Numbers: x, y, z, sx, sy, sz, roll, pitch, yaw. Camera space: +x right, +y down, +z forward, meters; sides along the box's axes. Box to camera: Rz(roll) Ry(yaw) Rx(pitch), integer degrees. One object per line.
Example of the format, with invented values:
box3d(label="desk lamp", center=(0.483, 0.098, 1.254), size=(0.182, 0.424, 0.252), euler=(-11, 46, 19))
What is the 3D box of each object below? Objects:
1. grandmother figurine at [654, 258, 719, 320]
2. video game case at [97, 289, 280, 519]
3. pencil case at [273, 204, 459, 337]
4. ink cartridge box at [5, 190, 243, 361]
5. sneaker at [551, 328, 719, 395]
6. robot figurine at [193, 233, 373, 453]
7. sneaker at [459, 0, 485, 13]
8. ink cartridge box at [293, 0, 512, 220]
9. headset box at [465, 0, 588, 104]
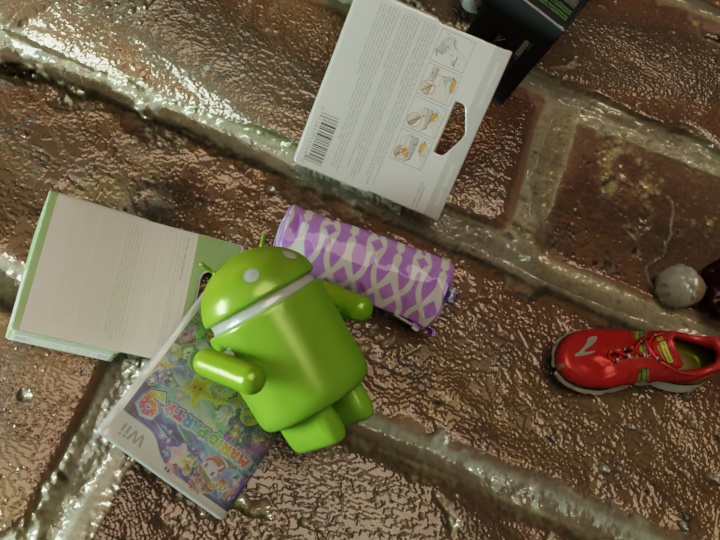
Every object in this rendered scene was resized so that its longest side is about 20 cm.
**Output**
box3d(label="grandmother figurine", center=(0.445, 0.032, 0.935), size=(0.199, 0.061, 0.121), euler=(9, 39, -6))
box3d(label="video game case", center=(-0.133, 0.114, 0.768), size=(0.143, 0.018, 0.200), euler=(40, 65, -12))
box3d(label="pencil case", center=(0.000, 0.000, 0.833), size=(0.199, 0.084, 0.086), euler=(20, 89, -3))
box3d(label="ink cartridge box", center=(-0.228, 0.018, 0.790), size=(0.200, 0.048, 0.146), euler=(17, 65, -23))
box3d(label="sneaker", center=(0.304, 0.088, 0.860), size=(0.199, 0.085, 0.077), euler=(0, 67, -13))
box3d(label="robot figurine", center=(-0.070, 0.066, 0.733), size=(0.175, 0.116, 0.200), euler=(-31, 92, -42))
box3d(label="sneaker", center=(0.162, -0.421, 1.056), size=(0.079, 0.075, 0.200), euler=(16, 64, 18))
box3d(label="ink cartridge box", center=(0.043, -0.180, 0.870), size=(0.176, 0.045, 0.200), euler=(23, 105, -2))
box3d(label="headset box", center=(0.209, -0.320, 0.949), size=(0.093, 0.174, 0.200), euler=(37, 70, -2))
